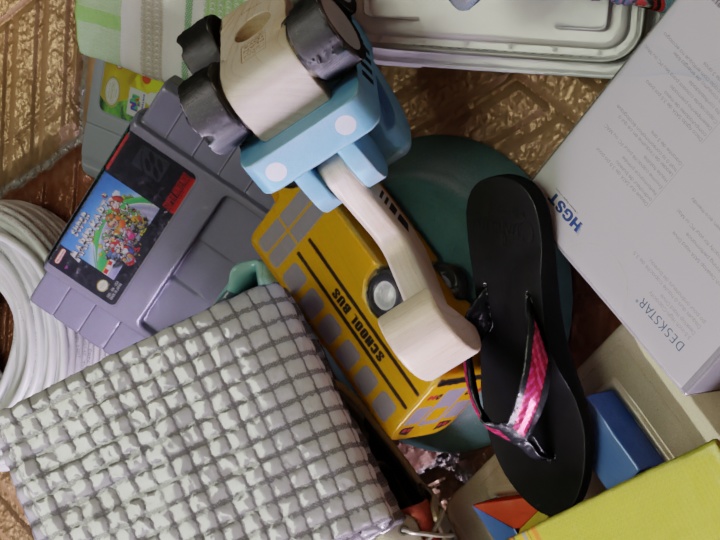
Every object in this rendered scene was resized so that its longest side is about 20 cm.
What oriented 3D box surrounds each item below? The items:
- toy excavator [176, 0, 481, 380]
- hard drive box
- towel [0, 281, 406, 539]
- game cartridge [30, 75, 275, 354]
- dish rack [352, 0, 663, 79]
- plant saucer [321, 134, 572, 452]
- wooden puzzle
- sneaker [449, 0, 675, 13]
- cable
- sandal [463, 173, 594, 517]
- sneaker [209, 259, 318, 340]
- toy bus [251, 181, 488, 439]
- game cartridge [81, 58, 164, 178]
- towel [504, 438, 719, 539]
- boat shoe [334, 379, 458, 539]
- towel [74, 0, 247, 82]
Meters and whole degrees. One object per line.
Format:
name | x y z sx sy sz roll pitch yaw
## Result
toy excavator | -0.004 -0.058 1.122 0.100 0.200 0.195 -33 29 16
hard drive box | 0.205 -0.057 1.073 0.156 0.077 0.200 52 121 25
towel | -0.096 0.121 1.168 0.200 0.086 0.166 -27 80 5
game cartridge | -0.127 -0.020 1.326 0.129 0.038 0.200 32 119 -7
dish rack | 0.079 -0.201 1.149 0.199 0.044 0.172 6 95 17
plant saucer | 0.039 0.015 1.236 0.200 0.036 0.201 2 93 39
wooden puzzle | 0.150 0.152 1.146 0.200 0.046 0.185 -48 64 30
sneaker | 0.141 -0.176 1.070 0.200 0.079 0.096 -26 101 -3
cable | -0.268 0.048 1.462 0.200 0.069 0.200 -36 71 33
sandal | 0.084 0.047 1.123 0.075 0.045 0.201 2 107 44
sneaker | -0.105 0.077 1.255 0.077 0.086 0.200 17 62 26
toy bus | 0.000 0.000 1.203 0.078 0.065 0.200 -51 63 30
game cartridge | -0.125 -0.141 1.351 0.133 0.040 0.200 21 109 32
towel | 0.141 0.169 1.112 0.200 0.018 0.086 -32 84 33
boat shoe | 0.021 0.155 1.210 0.200 0.071 0.063 52 135 25
towel | -0.105 -0.181 1.271 0.200 0.031 0.150 19 118 28
